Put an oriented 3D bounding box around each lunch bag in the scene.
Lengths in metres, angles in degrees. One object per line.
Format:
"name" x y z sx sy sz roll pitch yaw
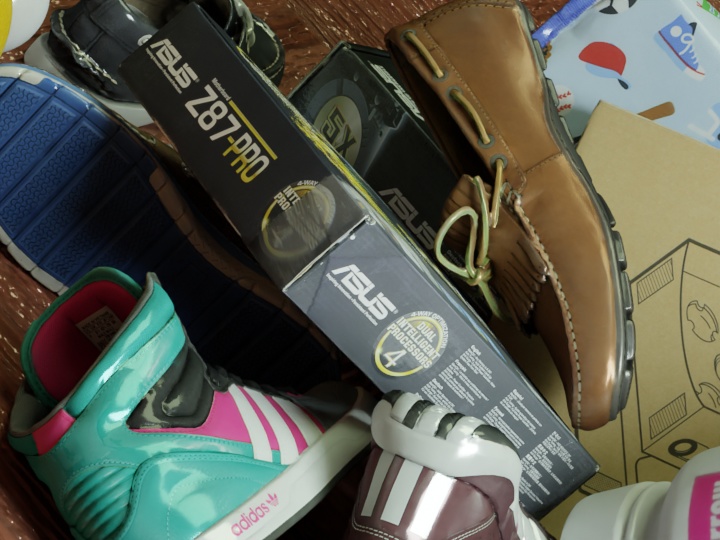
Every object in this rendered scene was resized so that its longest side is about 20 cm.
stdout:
"lunch bag" 0.165 -0.045 1.254 0.170 0.124 0.200 51 1 18

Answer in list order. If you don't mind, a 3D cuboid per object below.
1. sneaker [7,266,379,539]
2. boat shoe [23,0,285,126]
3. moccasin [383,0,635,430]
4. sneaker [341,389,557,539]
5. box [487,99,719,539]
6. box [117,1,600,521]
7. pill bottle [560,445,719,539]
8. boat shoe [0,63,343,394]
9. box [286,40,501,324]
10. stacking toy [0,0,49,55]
"sneaker" -0.068 0.051 0.989 0.121 0.084 0.200 51 22 2
"boat shoe" -0.084 -0.112 1.261 0.074 0.060 0.200 50 24 18
"moccasin" 0.061 -0.024 1.095 0.074 0.078 0.202 96 -23 -70
"sneaker" 0.021 0.134 1.009 0.076 0.116 0.200 17 -21 24
"box" 0.132 0.047 1.117 0.163 0.200 0.021 24 -7 18
"box" 0.000 0.000 1.046 0.200 0.049 0.161 46 6 -45
"pill bottle" 0.184 0.114 0.995 0.113 0.200 0.113 32 50 -49
"boat shoe" -0.090 -0.015 1.089 0.200 0.072 0.072 46 16 -19
"box" 0.056 -0.005 1.250 0.200 0.086 0.164 50 18 17
"stacking toy" -0.181 -0.099 0.978 0.146 0.146 0.200 47 22 9
